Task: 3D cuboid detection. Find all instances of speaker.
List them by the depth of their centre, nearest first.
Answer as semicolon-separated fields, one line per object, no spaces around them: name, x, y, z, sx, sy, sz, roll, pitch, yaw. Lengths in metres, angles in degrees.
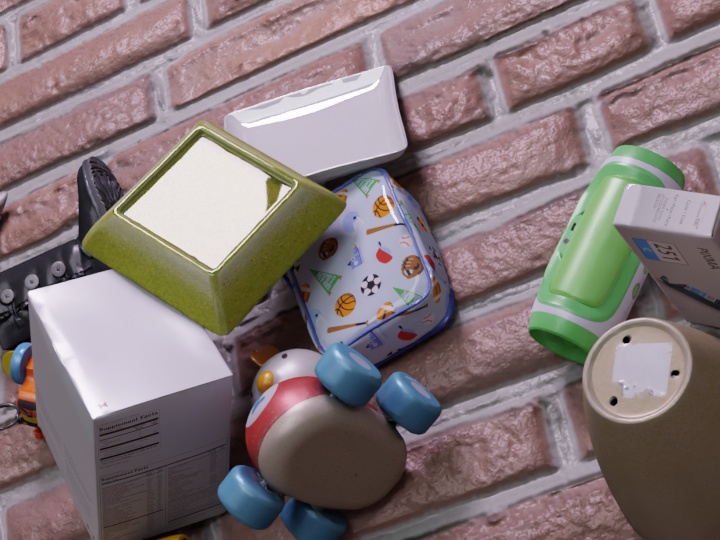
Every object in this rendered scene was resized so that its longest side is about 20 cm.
speaker;0.232;-0.015;1.562;0.088;0.088;0.200;18;74;37

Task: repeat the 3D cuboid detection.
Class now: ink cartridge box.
ink cartridge box;0.333;-0.002;1.416;0.176;0.200;0.045;9;69;35

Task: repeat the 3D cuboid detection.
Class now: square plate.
square plate;-0.050;-0.143;1.792;0.199;0.029;0.198;-17;33;6

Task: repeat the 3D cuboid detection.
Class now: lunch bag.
lunch bag;0.000;0.000;1.706;0.160;0.076;0.200;-32;52;15

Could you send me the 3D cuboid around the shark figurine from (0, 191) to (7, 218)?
shark figurine;-0.498;0.000;2.008;0.128;0.089;0.215;-20;53;23

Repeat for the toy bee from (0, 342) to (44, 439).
toy bee;-0.354;0.131;1.839;0.131;0.109;0.200;28;53;32

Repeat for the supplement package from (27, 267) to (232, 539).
supplement package;-0.231;0.133;1.661;0.147;0.200;0.191;-16;47;-23

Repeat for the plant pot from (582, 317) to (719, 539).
plant pot;0.265;0.122;1.387;0.187;0.200;0.188;-15;56;24

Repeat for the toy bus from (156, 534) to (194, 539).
toy bus;-0.245;0.325;1.665;0.199;0.078;0.065;-18;55;22

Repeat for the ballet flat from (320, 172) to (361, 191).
ballet flat;-0.089;-0.088;1.818;0.199;0.064;0.068;-5;61;29

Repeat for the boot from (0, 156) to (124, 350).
boot;-0.360;-0.018;1.929;0.200;0.066;0.165;-29;67;17

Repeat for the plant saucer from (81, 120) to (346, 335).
plant saucer;-0.151;-0.059;1.660;0.200;0.048;0.200;30;63;25

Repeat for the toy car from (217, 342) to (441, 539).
toy car;-0.061;0.132;1.604;0.185;0.177;0.200;-52;45;10
